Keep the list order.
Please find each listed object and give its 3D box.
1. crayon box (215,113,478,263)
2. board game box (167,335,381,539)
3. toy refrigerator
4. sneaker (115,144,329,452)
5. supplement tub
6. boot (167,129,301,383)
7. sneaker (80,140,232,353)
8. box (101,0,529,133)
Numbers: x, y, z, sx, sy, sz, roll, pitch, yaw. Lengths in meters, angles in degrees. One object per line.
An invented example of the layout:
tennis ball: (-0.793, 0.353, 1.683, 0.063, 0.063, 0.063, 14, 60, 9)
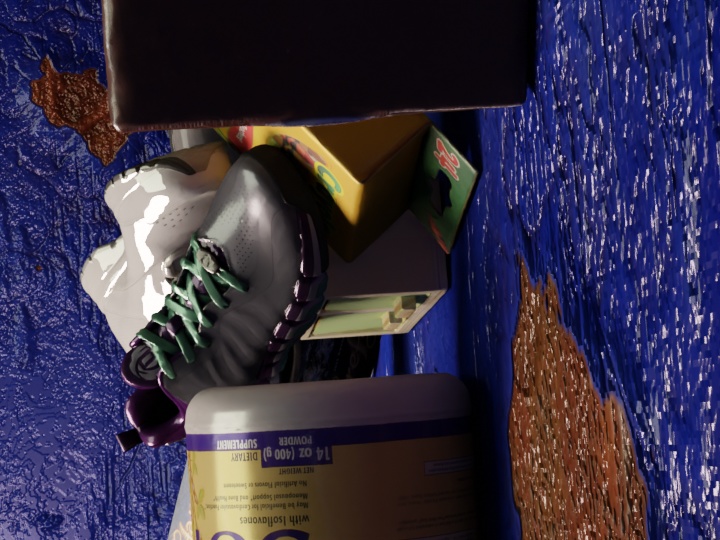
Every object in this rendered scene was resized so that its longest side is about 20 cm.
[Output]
crayon box: (-0.032, -0.083, 0.934, 0.200, 0.051, 0.127, 45, 165, 11)
board game box: (-0.055, 0.107, 1.249, 0.135, 0.035, 0.200, 3, -76, -53)
toy refrigerator: (0.000, 0.000, 1.092, 0.200, 0.076, 0.070, 120, 146, -80)
sneaker: (-0.076, 0.025, 0.958, 0.074, 0.087, 0.200, 46, 143, 27)
supplement tub: (-0.010, 0.154, 0.926, 0.145, 0.145, 0.200, 141, 125, -84)
boot: (-0.064, -0.031, 1.095, 0.132, 0.070, 0.200, -142, 42, -74)
sneaker: (-0.100, -0.005, 1.040, 0.087, 0.074, 0.200, 64, 157, 18)
box: (-0.026, -0.179, 0.753, 0.164, 0.166, 0.200, -106, 15, -64)
